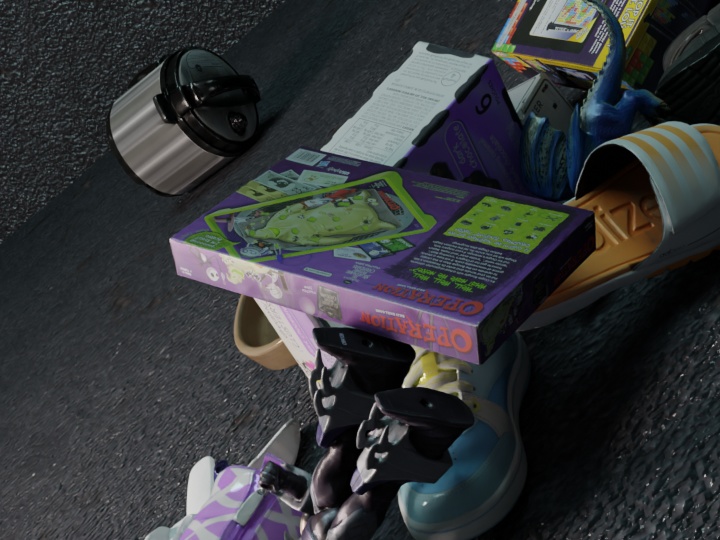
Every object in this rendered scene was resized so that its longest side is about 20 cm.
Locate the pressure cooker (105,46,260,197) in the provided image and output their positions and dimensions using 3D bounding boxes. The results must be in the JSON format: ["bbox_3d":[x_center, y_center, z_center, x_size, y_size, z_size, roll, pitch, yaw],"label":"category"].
[{"bbox_3d":[-0.241,-0.220,2.037,0.200,0.178,0.176,-31,35,33],"label":"pressure cooker"}]

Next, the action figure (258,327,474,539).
[{"bbox_3d":[-0.014,0.130,0.750,0.130,0.069,0.201,56,134,48],"label":"action figure"}]

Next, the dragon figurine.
[{"bbox_3d":[0.139,-0.074,0.888,0.099,0.201,0.059,-8,3,-27],"label":"dragon figurine"}]

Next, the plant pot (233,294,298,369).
[{"bbox_3d":[0.000,0.000,1.065,0.201,0.093,0.201,-43,24,25],"label":"plant pot"}]

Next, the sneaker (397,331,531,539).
[{"bbox_3d":[0.039,0.053,0.801,0.079,0.131,0.200,-19,24,17],"label":"sneaker"}]

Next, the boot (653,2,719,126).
[{"bbox_3d":[0.277,-0.170,0.939,0.200,0.070,0.132,-28,17,30],"label":"boot"}]

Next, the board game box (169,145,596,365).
[{"bbox_3d":[0.010,-0.014,0.762,0.199,0.032,0.120,16,35,34],"label":"board game box"}]

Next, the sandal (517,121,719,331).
[{"bbox_3d":[0.147,-0.034,0.791,0.206,0.079,0.059,-30,-31,-22],"label":"sandal"}]

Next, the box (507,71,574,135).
[{"bbox_3d":[0.076,-0.071,1.153,0.200,0.060,0.117,-26,24,45],"label":"box"}]

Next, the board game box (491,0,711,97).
[{"bbox_3d":[0.210,-0.238,1.117,0.165,0.057,0.201,27,88,58],"label":"board game box"}]

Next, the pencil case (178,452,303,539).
[{"bbox_3d":[-0.089,0.201,0.819,0.200,0.084,0.086,-60,-6,-41],"label":"pencil case"}]

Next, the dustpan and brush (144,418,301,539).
[{"bbox_3d":[-0.105,0.170,0.976,0.139,0.057,0.200,-40,17,10],"label":"dustpan and brush"}]

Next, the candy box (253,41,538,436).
[{"bbox_3d":[0.031,-0.015,0.919,0.071,0.168,0.200,21,62,43],"label":"candy box"}]
